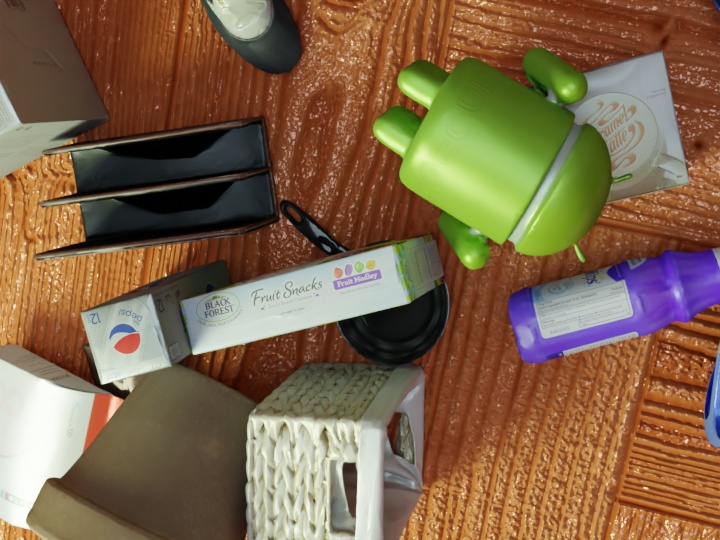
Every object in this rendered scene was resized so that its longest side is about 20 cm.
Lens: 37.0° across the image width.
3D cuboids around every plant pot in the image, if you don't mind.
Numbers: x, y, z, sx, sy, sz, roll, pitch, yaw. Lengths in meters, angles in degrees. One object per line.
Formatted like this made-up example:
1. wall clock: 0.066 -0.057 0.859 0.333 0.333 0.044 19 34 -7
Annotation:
1. plant pot: -0.162 0.181 0.939 0.198 0.200 0.177 25 78 4

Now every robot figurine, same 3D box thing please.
1. robot figurine: 0.110 -0.089 0.851 0.198 0.116 0.177 30 108 4

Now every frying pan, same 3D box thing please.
1. frying pan: -0.004 0.017 1.013 0.188 0.031 0.117 20 99 17

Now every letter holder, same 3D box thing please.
1. letter holder: -0.189 -0.074 0.971 0.197 0.142 0.102 -7 98 10

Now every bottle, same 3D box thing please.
1. bottle: 0.231 0.027 0.950 0.197 0.084 0.066 -16 96 12

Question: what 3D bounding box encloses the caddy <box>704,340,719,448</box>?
1. caddy: 0.357 0.064 0.909 0.104 0.141 0.203 22 102 0

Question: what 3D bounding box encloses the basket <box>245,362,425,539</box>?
1. basket: -0.018 0.165 0.958 0.121 0.200 0.138 3 99 13

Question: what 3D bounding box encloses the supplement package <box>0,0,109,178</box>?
1. supplement package: -0.371 -0.155 0.962 0.198 0.191 0.149 -25 94 11

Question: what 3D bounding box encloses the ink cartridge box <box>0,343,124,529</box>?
1. ink cartridge box: -0.294 0.183 1.048 0.198 0.057 0.165 23 109 24

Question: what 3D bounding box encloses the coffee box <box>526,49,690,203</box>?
1. coffee box: 0.173 -0.109 0.939 0.197 0.080 0.116 -12 97 11

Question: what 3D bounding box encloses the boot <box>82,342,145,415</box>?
1. boot: -0.174 0.144 1.048 0.183 0.064 0.204 -7 94 12

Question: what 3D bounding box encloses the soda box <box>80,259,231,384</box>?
1. soda box: -0.172 0.041 0.957 0.067 0.200 0.064 -15 96 11

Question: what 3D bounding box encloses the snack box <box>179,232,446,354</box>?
1. snack box: -0.037 0.018 0.936 0.197 0.142 0.054 -15 91 18

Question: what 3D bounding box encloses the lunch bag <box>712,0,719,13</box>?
1. lunch bag: 0.387 -0.207 0.865 0.135 0.132 0.202 -31 92 -3

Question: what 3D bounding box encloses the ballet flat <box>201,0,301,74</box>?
1. ballet flat: -0.125 -0.265 0.968 0.072 0.073 0.202 -31 94 12
